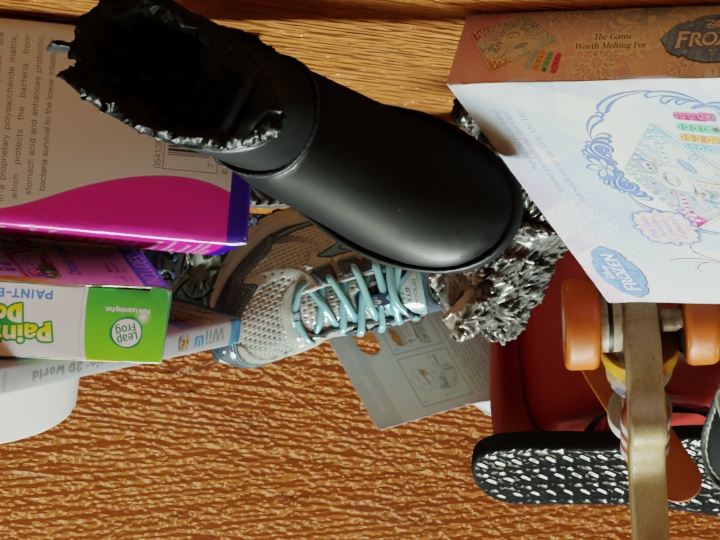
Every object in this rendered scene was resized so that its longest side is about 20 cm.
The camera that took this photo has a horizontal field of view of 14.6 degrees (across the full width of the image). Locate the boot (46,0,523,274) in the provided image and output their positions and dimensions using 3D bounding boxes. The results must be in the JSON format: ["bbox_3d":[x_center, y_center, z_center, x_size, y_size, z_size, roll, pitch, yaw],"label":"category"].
[{"bbox_3d":[-0.031,-0.063,1.248,0.198,0.074,0.162,27,-179,14],"label":"boot"}]

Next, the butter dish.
[{"bbox_3d":[0.185,0.017,1.646,0.199,0.201,0.148,10,161,-32],"label":"butter dish"}]

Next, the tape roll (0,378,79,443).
[{"bbox_3d":[-0.257,0.001,1.666,0.201,0.140,0.203,9,-161,-3],"label":"tape roll"}]

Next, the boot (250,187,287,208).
[{"bbox_3d":[-0.077,-0.060,1.618,0.164,0.066,0.200,10,173,10],"label":"boot"}]

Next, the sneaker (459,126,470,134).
[{"bbox_3d":[0.140,-0.045,1.577,0.199,0.076,0.105,7,-175,33],"label":"sneaker"}]

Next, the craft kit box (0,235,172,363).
[{"bbox_3d":[-0.213,-0.002,1.449,0.196,0.049,0.200,6,-168,-16],"label":"craft kit box"}]

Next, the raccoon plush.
[{"bbox_3d":[0.111,-0.028,1.438,0.096,0.135,0.199,9,173,-42],"label":"raccoon plush"}]

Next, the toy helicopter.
[{"bbox_3d":[0.146,0.096,1.463,0.078,0.201,0.132,-3,175,0],"label":"toy helicopter"}]

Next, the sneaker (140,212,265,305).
[{"bbox_3d":[-0.109,-0.004,1.658,0.085,0.078,0.200,7,174,19],"label":"sneaker"}]

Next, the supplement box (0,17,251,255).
[{"bbox_3d":[-0.156,-0.068,1.399,0.199,0.102,0.103,6,177,-10],"label":"supplement box"}]

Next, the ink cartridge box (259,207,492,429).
[{"bbox_3d":[0.046,0.023,1.703,0.199,0.161,0.047,-13,151,-35],"label":"ink cartridge box"}]

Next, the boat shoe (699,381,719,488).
[{"bbox_3d":[0.213,0.055,1.440,0.060,0.076,0.200,-21,151,-33],"label":"boat shoe"}]

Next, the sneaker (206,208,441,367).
[{"bbox_3d":[0.000,0.000,1.588,0.200,0.078,0.086,-30,-145,-34],"label":"sneaker"}]

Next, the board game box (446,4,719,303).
[{"bbox_3d":[0.170,-0.049,1.289,0.198,0.044,0.200,0,150,30],"label":"board game box"}]

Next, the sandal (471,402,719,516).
[{"bbox_3d":[0.160,0.100,1.585,0.199,0.045,0.075,0,138,19],"label":"sandal"}]

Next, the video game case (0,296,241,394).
[{"bbox_3d":[-0.178,0.028,1.475,0.143,0.018,0.200,15,-165,33],"label":"video game case"}]
